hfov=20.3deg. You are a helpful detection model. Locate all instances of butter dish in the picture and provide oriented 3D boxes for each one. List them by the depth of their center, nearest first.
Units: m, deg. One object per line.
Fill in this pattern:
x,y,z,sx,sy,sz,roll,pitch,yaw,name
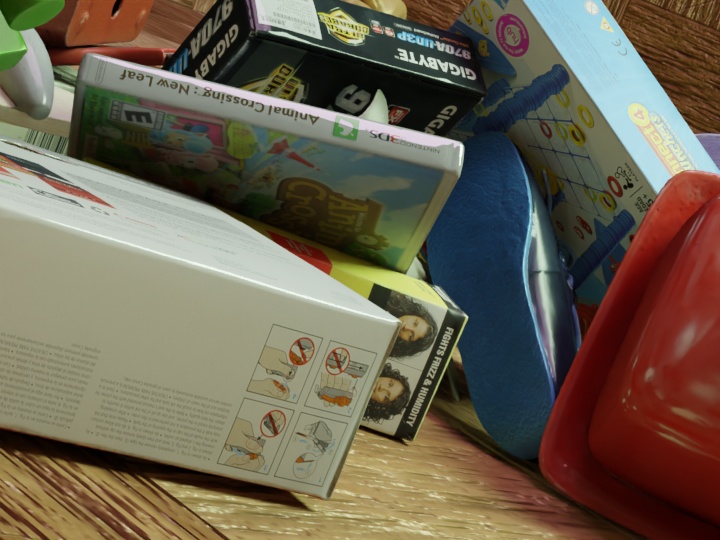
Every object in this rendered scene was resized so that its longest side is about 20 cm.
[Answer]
0.210,0.043,0.988,0.199,0.201,0.148,25,-17,12,butter dish

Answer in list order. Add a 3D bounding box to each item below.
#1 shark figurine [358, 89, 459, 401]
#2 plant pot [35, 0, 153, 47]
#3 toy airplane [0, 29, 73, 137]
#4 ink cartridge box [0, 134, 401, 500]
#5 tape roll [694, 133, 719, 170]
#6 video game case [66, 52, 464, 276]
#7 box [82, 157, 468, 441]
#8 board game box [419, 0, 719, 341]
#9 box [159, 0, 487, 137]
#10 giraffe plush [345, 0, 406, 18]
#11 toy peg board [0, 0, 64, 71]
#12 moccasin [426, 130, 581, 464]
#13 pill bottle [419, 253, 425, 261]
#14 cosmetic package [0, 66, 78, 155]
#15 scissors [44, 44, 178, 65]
-0.002,0.003,1.137,0.089,0.129,0.215,-15,-31,7,shark figurine
-0.207,-0.232,1.215,0.175,0.201,0.200,26,13,9,plant pot
-0.251,-0.120,1.050,0.198,0.142,0.200,25,8,6,toy airplane
-0.117,0.007,0.814,0.199,0.084,0.175,17,9,-37,ink cartridge box
0.248,0.005,1.425,0.199,0.201,0.066,26,9,17,tape roll
-0.058,-0.033,1.003,0.181,0.022,0.200,13,-25,-6,video game case
-0.053,0.015,0.977,0.199,0.076,0.050,22,9,-20,box
0.106,-0.053,1.190,0.056,0.196,0.201,-26,78,-38,board game box
-0.049,-0.078,1.159,0.158,0.200,0.046,12,51,-34,box
-0.067,-0.155,1.708,0.161,0.201,0.173,20,31,16,giraffe plush
-0.233,-0.103,0.836,0.199,0.200,0.098,-20,77,-42,toy peg board
0.082,0.020,1.118,0.080,0.201,0.068,-20,-32,28,moccasin
0.071,-0.015,1.376,0.199,0.113,0.112,25,8,13,pill bottle
-0.240,-0.114,1.279,0.103,0.073,0.200,16,11,-41,cosmetic package
-0.108,-0.129,1.203,0.199,0.014,0.073,1,6,14,scissors
